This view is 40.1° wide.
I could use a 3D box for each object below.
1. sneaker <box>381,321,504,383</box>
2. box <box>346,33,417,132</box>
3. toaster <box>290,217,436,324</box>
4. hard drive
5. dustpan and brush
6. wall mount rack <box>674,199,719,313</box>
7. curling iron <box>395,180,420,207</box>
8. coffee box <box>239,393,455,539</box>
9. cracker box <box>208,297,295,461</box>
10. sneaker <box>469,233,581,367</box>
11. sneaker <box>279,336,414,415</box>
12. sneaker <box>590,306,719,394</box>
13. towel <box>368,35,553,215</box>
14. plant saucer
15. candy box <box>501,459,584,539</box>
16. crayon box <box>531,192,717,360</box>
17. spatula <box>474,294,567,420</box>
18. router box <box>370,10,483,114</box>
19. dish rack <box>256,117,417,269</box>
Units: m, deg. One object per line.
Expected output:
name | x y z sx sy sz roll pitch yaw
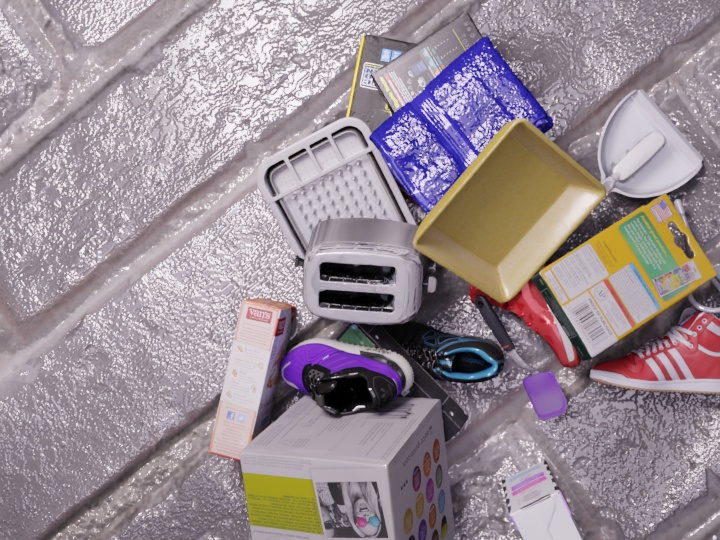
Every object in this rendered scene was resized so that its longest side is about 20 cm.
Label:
sneaker | 0.096 0.110 1.325 0.196 0.082 0.075 3 93 6
box | 0.084 -0.222 1.345 0.196 0.049 0.163 12 89 5
toaster | 0.000 0.000 1.267 0.196 0.129 0.116 5 108 3
hard drive | 0.032 0.167 1.320 0.200 0.038 0.140 44 127 4
dustpan and brush | 0.348 -0.132 1.315 0.200 0.057 0.140 -42 87 3
wall mount rack | 0.506 -0.033 1.290 0.197 0.075 0.175 -21 50 -8
curling iron | 0.093 -0.080 1.356 0.197 0.026 0.050 22 108 1
coffee box | -0.010 0.284 1.230 0.197 0.199 0.202 -1 104 24
cracker box | -0.142 0.141 1.318 0.057 0.134 0.204 12 91 5
sneaker | 0.216 0.049 1.331 0.114 0.078 0.203 -23 81 17
sneaker | -0.039 0.140 1.260 0.197 0.099 0.071 0 114 34
sneaker | 0.403 0.102 1.305 0.196 0.071 0.115 2 94 -3
towel | 0.125 -0.174 1.230 0.199 0.050 0.148 -40 88 5
plant saucer | 0.179 -0.078 1.225 0.199 0.049 0.201 29 108 -39
candy box | 0.249 0.348 1.252 0.071 0.200 0.170 -26 88 5
crayon box | 0.337 0.009 1.264 0.198 0.052 0.127 -31 83 -7
spatula | 0.211 0.114 1.318 0.056 0.021 0.201 -24 108 43
router box | 0.125 -0.208 1.286 0.148 0.062 0.202 -31 88 3
dish rack | -0.029 -0.090 1.330 0.170 0.044 0.202 -26 103 11
